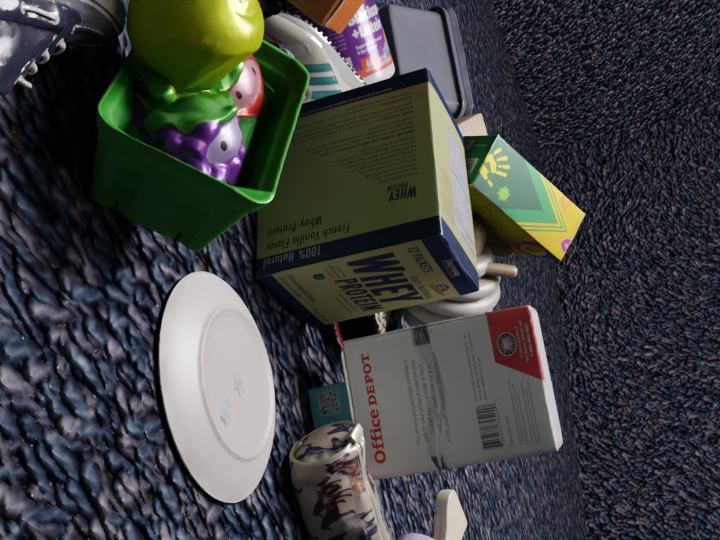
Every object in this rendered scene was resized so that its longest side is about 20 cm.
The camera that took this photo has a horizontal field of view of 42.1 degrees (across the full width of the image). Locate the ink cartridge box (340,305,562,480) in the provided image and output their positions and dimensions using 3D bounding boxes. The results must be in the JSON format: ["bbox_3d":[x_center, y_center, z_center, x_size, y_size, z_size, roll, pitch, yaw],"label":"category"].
[{"bbox_3d":[0.095,0.127,0.968,0.083,0.199,0.147,17,62,-73],"label":"ink cartridge box"}]

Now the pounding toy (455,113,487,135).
[{"bbox_3d":[0.115,-0.117,1.420,0.142,0.184,0.201,-36,113,-57],"label":"pounding toy"}]

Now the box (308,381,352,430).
[{"bbox_3d":[0.005,0.170,1.071,0.200,0.049,0.083,18,61,-69],"label":"box"}]

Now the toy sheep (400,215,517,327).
[{"bbox_3d":[0.110,0.020,1.146,0.138,0.137,0.201,-68,171,-60],"label":"toy sheep"}]

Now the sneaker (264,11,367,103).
[{"bbox_3d":[-0.063,-0.212,1.080,0.200,0.070,0.094,40,73,-38],"label":"sneaker"}]

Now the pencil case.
[{"bbox_3d":[-0.008,0.248,0.920,0.078,0.089,0.201,-46,121,-68],"label":"pencil case"}]

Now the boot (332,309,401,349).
[{"bbox_3d":[0.002,0.001,1.119,0.154,0.073,0.204,-50,129,-74],"label":"boot"}]

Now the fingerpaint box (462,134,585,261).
[{"bbox_3d":[0.145,-0.092,1.155,0.167,0.200,0.074,36,78,-29],"label":"fingerpaint box"}]

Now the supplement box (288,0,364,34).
[{"bbox_3d":[-0.085,-0.322,0.927,0.200,0.069,0.067,38,14,6],"label":"supplement box"}]

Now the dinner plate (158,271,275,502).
[{"bbox_3d":[-0.113,0.097,0.809,0.200,0.024,0.201,-12,90,-71],"label":"dinner plate"}]

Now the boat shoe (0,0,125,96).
[{"bbox_3d":[-0.221,-0.149,0.592,0.200,0.074,0.093,6,85,-69],"label":"boat shoe"}]

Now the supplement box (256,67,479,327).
[{"bbox_3d":[0.007,-0.072,0.991,0.134,0.199,0.200,48,34,-55],"label":"supplement box"}]

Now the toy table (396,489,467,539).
[{"bbox_3d":[0.108,0.367,1.087,0.117,0.183,0.201,-38,124,-51],"label":"toy table"}]

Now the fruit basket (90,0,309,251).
[{"bbox_3d":[-0.111,-0.148,0.693,0.155,0.216,0.216,28,39,-16],"label":"fruit basket"}]

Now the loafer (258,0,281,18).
[{"bbox_3d":[-0.135,-0.276,0.903,0.200,0.073,0.071,-32,109,-72],"label":"loafer"}]

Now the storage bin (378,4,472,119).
[{"bbox_3d":[0.069,-0.318,1.479,0.134,0.145,0.201,2,75,-43],"label":"storage bin"}]

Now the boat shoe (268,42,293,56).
[{"bbox_3d":[-0.118,-0.208,0.910,0.200,0.071,0.091,-67,145,-58],"label":"boat shoe"}]

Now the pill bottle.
[{"bbox_3d":[-0.036,-0.325,1.170,0.111,0.111,0.201,-64,138,-62],"label":"pill bottle"}]
